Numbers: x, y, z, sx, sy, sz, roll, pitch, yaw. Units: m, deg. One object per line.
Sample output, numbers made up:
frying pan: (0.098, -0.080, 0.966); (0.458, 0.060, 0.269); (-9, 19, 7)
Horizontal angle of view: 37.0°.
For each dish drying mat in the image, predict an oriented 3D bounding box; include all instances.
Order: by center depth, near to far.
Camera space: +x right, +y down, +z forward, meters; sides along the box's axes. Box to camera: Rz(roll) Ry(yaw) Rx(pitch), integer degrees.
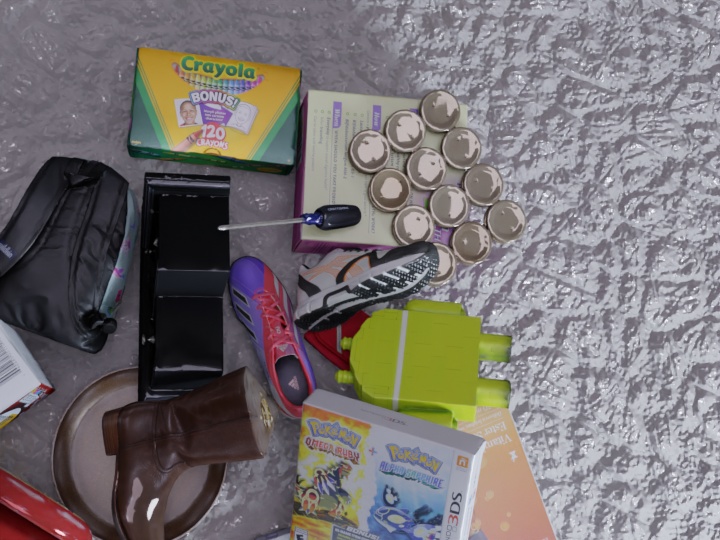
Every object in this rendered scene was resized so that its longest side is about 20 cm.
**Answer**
dish drying mat: (0.027, 0.107, 1.245); (0.199, 0.018, 0.077); (35, 61, 29)

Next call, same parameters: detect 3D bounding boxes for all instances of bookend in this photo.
bookend: (-0.192, 0.029, 1.159); (0.090, 0.199, 0.204); (1, 71, -13)

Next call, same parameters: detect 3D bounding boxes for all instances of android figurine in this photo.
android figurine: (0.071, 0.106, 1.204); (0.196, 0.041, 0.184); (2, 51, 5)

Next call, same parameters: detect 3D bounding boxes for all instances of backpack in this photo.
backpack: (-0.326, -0.025, 1.196); (0.164, 0.127, 0.203); (19, 81, -8)

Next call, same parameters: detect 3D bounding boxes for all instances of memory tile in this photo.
memory tile: (0.088, -0.095, 1.243); (0.152, 0.017, 0.202); (-31, 90, -13)

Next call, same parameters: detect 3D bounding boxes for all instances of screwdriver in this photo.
screwdriver: (-0.075, -0.057, 1.155); (0.198, 0.028, 0.030); (-2, 73, -43)

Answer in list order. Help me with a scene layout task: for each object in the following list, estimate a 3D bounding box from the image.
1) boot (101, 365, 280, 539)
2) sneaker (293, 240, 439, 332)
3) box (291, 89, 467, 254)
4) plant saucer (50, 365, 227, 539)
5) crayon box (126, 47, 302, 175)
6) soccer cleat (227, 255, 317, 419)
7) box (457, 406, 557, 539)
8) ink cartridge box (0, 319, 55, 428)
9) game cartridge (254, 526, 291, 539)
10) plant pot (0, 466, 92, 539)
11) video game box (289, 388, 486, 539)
boot: (-0.170, 0.213, 1.148); (0.197, 0.064, 0.190); (-15, 88, 15)
sneaker: (0.000, 0.000, 1.222); (0.198, 0.073, 0.081); (-22, 58, 29)
box: (0.022, -0.110, 1.290); (0.196, 0.097, 0.180); (3, 82, -9)
plant saucer: (-0.250, 0.212, 1.225); (0.196, 0.032, 0.204); (2, 81, -11)
crayon box: (-0.173, -0.188, 1.283); (0.196, 0.058, 0.121); (6, 81, -10)
soccer cleat: (-0.098, 0.075, 1.252); (0.067, 0.073, 0.203); (-20, 86, -12)
box: (0.120, 0.259, 1.251); (0.150, 0.106, 0.203); (-20, 86, -13)
ink cartridge box: (-0.418, 0.139, 1.116); (0.174, 0.200, 0.084); (-35, 90, -14)
game cartridge: (-0.043, 0.355, 1.245); (0.196, 0.038, 0.132); (-14, 81, -12)
plant pot: (-0.385, 0.306, 1.106); (0.199, 0.200, 0.184); (33, 69, -4)
video game box: (0.025, 0.241, 1.154); (0.197, 0.047, 0.186); (14, 109, 19)
